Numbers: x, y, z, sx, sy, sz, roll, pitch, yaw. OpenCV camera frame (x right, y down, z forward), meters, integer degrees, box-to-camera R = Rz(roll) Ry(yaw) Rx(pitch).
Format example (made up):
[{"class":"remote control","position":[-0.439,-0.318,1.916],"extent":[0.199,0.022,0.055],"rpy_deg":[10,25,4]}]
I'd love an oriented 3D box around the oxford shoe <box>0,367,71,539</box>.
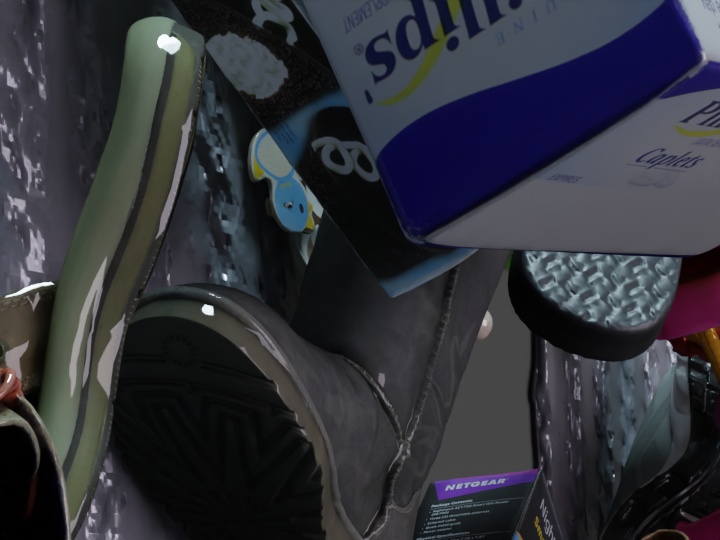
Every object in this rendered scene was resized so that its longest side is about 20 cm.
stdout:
[{"class":"oxford shoe","position":[-0.095,0.033,0.558],"extent":[0.070,0.075,0.200],"rpy_deg":[17,44,-51]}]

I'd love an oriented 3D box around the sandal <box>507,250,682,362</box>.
[{"class":"sandal","position":[0.095,-0.038,0.981],"extent":[0.048,0.075,0.201],"rpy_deg":[113,3,-47]}]

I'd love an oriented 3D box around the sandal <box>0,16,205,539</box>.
[{"class":"sandal","position":[-0.089,0.028,0.656],"extent":[0.080,0.057,0.201],"rpy_deg":[128,-21,-70]}]

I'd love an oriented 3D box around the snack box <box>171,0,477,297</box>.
[{"class":"snack box","position":[-0.019,-0.101,0.794],"extent":[0.200,0.037,0.116],"rpy_deg":[53,30,-10]}]

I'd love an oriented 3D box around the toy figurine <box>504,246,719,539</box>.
[{"class":"toy figurine","position":[0.152,0.037,1.103],"extent":[0.200,0.150,0.184],"rpy_deg":[-75,147,-69]}]

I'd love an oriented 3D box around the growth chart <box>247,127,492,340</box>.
[{"class":"growth chart","position":[-0.003,-0.040,0.934],"extent":[0.145,0.018,0.200],"rpy_deg":[-49,128,-59]}]

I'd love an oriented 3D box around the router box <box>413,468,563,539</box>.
[{"class":"router box","position":[0.054,0.196,0.960],"extent":[0.149,0.051,0.200],"rpy_deg":[-62,139,-56]}]

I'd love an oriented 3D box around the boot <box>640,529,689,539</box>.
[{"class":"boot","position":[0.129,0.170,0.998],"extent":[0.200,0.074,0.155],"rpy_deg":[-37,113,-70]}]

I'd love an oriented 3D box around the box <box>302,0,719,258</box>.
[{"class":"box","position":[0.059,-0.113,0.779],"extent":[0.184,0.105,0.200],"rpy_deg":[2,61,-57]}]

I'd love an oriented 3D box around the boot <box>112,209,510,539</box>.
[{"class":"boot","position":[-0.002,-0.001,0.831],"extent":[0.182,0.072,0.200],"rpy_deg":[70,36,-50]}]

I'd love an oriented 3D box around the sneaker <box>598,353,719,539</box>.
[{"class":"sneaker","position":[0.147,0.107,1.183],"extent":[0.200,0.074,0.079],"rpy_deg":[-63,-179,-35]}]
